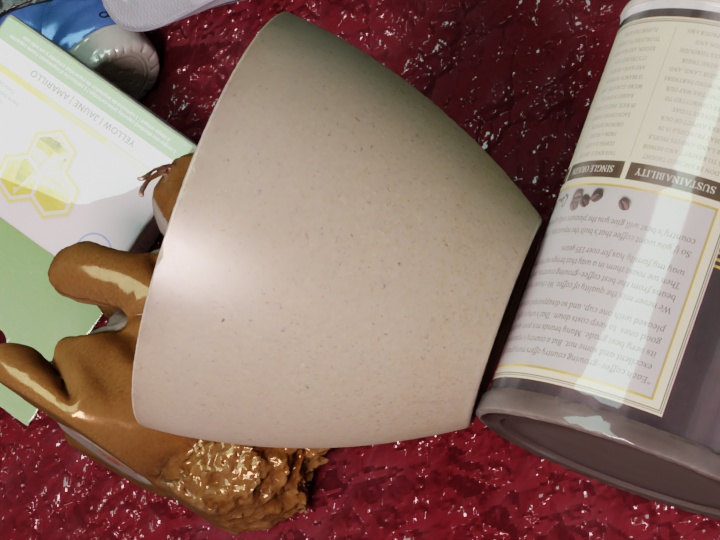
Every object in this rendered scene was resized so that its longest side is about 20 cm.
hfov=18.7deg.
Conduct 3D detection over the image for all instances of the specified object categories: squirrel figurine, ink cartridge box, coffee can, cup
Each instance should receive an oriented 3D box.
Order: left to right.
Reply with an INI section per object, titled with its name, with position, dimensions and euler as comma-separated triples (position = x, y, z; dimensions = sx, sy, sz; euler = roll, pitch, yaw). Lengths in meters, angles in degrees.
[ink cartridge box]
position = -0.204, -0.029, 1.308
dimensions = 0.145, 0.048, 0.200
euler = 35, 92, 9
[squirrel figurine]
position = -0.070, 0.031, 1.179
dimensions = 0.200, 0.142, 0.187
euler = 26, 76, 30
[cup]
position = 0.000, 0.000, 0.998
dimensions = 0.143, 0.200, 0.201
euler = 19, 80, 6
[coffee can]
position = 0.153, -0.004, 0.978
dimensions = 0.146, 0.146, 0.201
euler = 11, 77, 42

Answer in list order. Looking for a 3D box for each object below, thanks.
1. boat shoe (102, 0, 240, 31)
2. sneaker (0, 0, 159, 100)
[boat shoe]
position = -0.063, -0.197, 1.308
dimensions = 0.199, 0.072, 0.062
euler = -13, 17, 22
[sneaker]
position = -0.226, -0.113, 1.391
dimensions = 0.200, 0.077, 0.111
euler = -39, 55, 13
